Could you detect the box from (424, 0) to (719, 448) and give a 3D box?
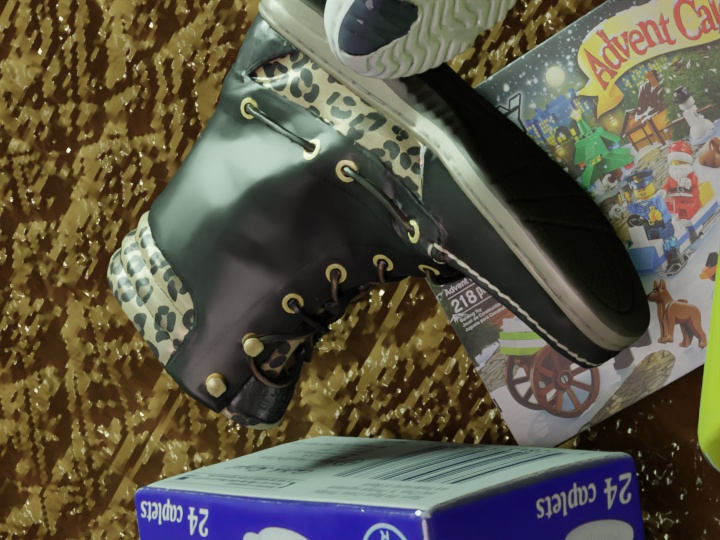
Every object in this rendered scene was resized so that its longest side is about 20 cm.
[{"bbox_3d":[0.115,-0.034,0.906,0.200,0.038,0.137,-32,84,25],"label":"box"}]

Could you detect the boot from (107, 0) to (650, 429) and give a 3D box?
[{"bbox_3d":[0.000,0.000,0.901,0.200,0.073,0.151,45,111,19],"label":"boot"}]

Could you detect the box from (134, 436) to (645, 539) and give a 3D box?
[{"bbox_3d":[0.017,0.172,0.909,0.184,0.105,0.200,-2,98,51],"label":"box"}]

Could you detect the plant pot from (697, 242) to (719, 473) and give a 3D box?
[{"bbox_3d":[0.222,0.017,0.754,0.181,0.199,0.200,-31,117,32],"label":"plant pot"}]

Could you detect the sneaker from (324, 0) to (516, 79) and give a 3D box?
[{"bbox_3d":[0.012,-0.169,0.887,0.129,0.079,0.199,21,80,32],"label":"sneaker"}]
